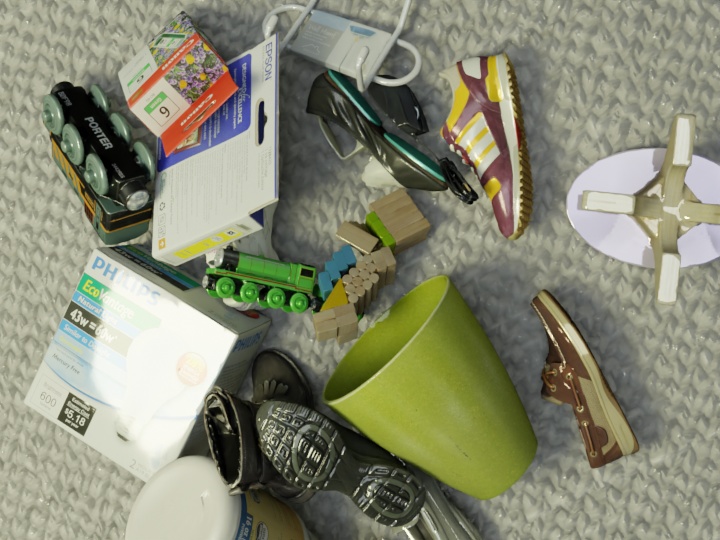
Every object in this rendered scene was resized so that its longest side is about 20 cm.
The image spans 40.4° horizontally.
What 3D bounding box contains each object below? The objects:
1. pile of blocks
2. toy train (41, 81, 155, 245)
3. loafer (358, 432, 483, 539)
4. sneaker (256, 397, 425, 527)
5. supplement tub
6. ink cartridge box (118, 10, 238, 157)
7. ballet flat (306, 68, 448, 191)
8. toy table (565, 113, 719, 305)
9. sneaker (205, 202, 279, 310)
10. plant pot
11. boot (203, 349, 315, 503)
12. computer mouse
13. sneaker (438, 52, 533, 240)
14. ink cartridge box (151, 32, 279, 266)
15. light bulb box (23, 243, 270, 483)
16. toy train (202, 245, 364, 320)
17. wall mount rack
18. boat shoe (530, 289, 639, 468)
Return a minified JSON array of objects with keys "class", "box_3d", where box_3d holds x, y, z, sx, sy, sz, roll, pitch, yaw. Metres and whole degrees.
[{"class":"pile of blocks","box_3d":[0.000,0.000,1.080,0.081,0.062,0.201,31,64,14]},{"class":"toy train","box_3d":[-0.302,-0.125,1.118,0.200,0.084,0.115,49,141,26]},{"class":"loafer","box_3d":[0.058,0.264,1.095,0.200,0.070,0.070,48,56,5]},{"class":"sneaker","box_3d":[-0.027,0.195,1.023,0.199,0.091,0.076,36,92,-14]},{"class":"supplement tub","box_3d":[-0.142,0.302,1.061,0.143,0.200,0.147,-19,50,24]},{"class":"ink cartridge box","box_3d":[-0.202,-0.208,1.063,0.109,0.200,0.050,-42,122,5]},{"class":"ballet flat","box_3d":[0.014,-0.140,1.095,0.200,0.068,0.069,46,110,16]},{"class":"toy table","box_3d":[0.315,-0.062,1.011,0.196,0.117,0.187,-6,92,10]},{"class":"sneaker","box_3d":[-0.137,-0.054,1.105,0.074,0.099,0.204,-10,91,23]},{"class":"plant pot","box_3d":[0.091,0.143,1.046,0.187,0.187,0.200,-42,99,10]},{"class":"boot","box_3d":[-0.112,0.155,1.053,0.068,0.174,0.202,-26,60,15]},{"class":"computer mouse","box_3d":[0.071,-0.148,1.056,0.034,0.058,0.201,-46,62,19]},{"class":"sneaker","box_3d":[0.135,-0.131,1.070,0.089,0.075,0.204,-7,86,19]},{"class":"ink cartridge box","box_3d":[-0.147,-0.128,1.062,0.198,0.047,0.201,-18,63,34]},{"class":"light bulb box","box_3d":[-0.241,0.104,1.123,0.196,0.125,0.202,29,99,8]},{"class":"toy train","box_3d":[-0.079,0.017,1.078,0.197,0.042,0.057,14,83,-29]},{"class":"wall mount rack","box_3d":[-0.012,-0.291,1.079,0.197,0.075,0.175,22,66,16]},{"class":"boat shoe","box_3d":[0.227,0.121,1.063,0.071,0.072,0.202,-28,94,10]}]
